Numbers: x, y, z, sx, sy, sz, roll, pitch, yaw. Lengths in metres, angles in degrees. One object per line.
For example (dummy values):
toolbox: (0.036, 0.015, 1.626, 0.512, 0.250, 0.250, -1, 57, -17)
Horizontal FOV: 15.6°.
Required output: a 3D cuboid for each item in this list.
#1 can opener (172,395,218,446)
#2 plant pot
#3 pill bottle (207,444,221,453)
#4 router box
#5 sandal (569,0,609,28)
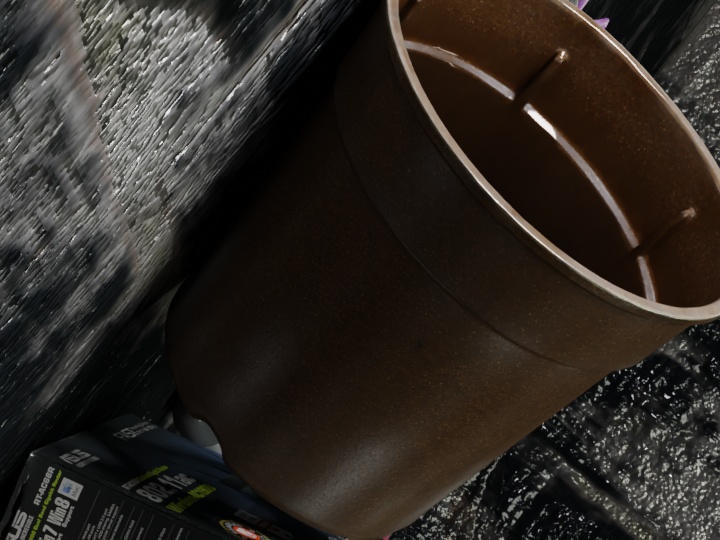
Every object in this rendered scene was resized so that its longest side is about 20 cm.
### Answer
can opener: (-0.072, 0.068, 1.398, 0.067, 0.053, 0.200, -52, 174, -2)
plant pot: (0.030, 0.002, 1.135, 0.198, 0.200, 0.200, -46, 178, 29)
pill bottle: (-0.111, 0.193, 1.569, 0.200, 0.116, 0.116, -53, 174, 28)
router box: (-0.074, 0.131, 1.223, 0.200, 0.149, 0.062, -12, 125, -82)
sandal: (0.105, -0.138, 1.313, 0.202, 0.050, 0.082, -37, -172, 49)
